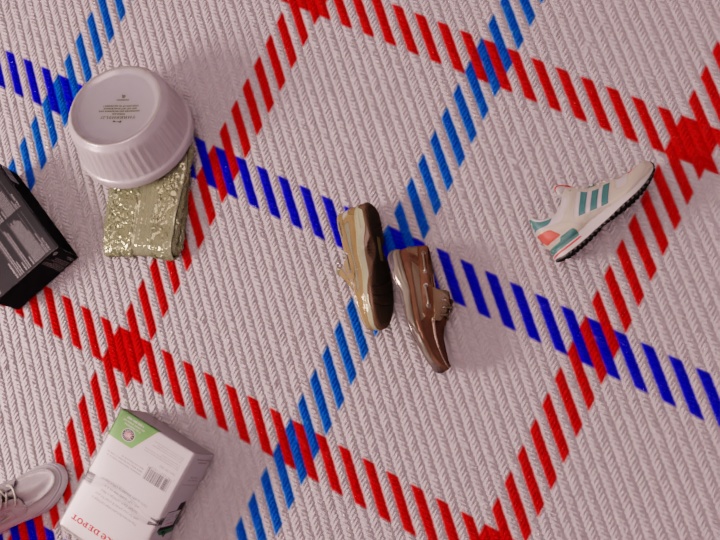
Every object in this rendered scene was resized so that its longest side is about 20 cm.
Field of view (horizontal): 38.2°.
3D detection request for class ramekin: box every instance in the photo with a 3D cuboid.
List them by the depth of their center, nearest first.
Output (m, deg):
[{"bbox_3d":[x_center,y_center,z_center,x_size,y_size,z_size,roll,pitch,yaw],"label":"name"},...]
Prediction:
[{"bbox_3d":[-0.379,-0.242,1.686,0.202,0.094,0.203,-6,61,10],"label":"ramekin"}]

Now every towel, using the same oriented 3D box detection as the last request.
[{"bbox_3d":[-0.351,-0.116,1.708,0.148,0.036,0.201,3,79,15],"label":"towel"}]

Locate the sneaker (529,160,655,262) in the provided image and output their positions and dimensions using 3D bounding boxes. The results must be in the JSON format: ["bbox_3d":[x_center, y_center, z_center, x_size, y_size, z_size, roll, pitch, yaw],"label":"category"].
[{"bbox_3d":[0.335,-0.106,1.515,0.200,0.070,0.093,-43,78,5],"label":"sneaker"}]

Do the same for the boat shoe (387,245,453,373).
[{"bbox_3d":[0.101,0.052,1.541,0.072,0.076,0.201,-20,76,7],"label":"boat shoe"}]

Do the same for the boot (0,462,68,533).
[{"bbox_3d":[-0.559,0.367,1.626,0.200,0.096,0.074,-35,73,5],"label":"boot"}]

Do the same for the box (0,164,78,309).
[{"bbox_3d":[-0.590,-0.057,1.733,0.141,0.079,0.200,-40,73,0],"label":"box"}]

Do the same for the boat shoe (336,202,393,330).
[{"bbox_3d":[0.000,0.000,1.587,0.076,0.072,0.201,-16,67,25],"label":"boat shoe"}]

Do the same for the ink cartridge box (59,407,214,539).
[{"bbox_3d":[-0.340,0.334,1.584,0.146,0.084,0.200,28,86,18],"label":"ink cartridge box"}]
